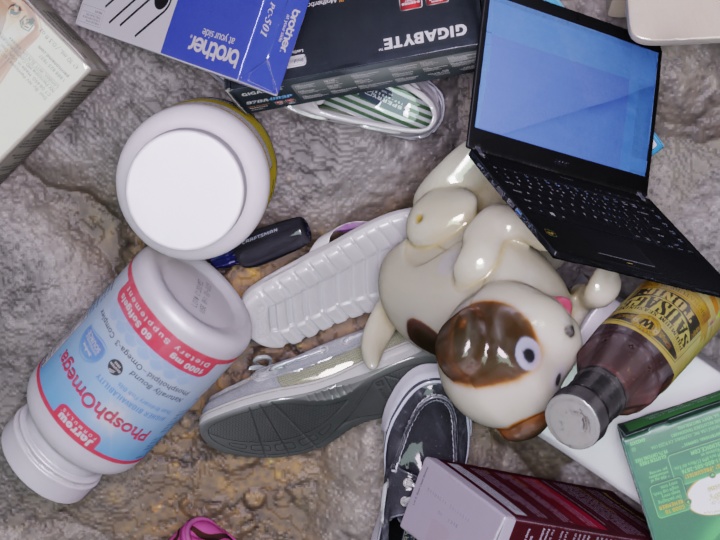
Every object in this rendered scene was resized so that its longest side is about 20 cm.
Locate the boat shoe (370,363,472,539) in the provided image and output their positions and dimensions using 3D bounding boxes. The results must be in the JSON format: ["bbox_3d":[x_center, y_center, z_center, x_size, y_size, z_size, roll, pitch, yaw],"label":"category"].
[{"bbox_3d":[0.046,0.171,1.373,0.071,0.068,0.202,8,113,-11],"label":"boat shoe"}]

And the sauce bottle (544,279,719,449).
[{"bbox_3d":[0.189,0.057,1.219,0.066,0.200,0.067,15,122,26],"label":"sauce bottle"}]

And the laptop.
[{"bbox_3d":[0.172,-0.088,1.234,0.176,0.200,0.104,12,118,-34],"label":"laptop"}]

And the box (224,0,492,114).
[{"bbox_3d":[-0.004,-0.211,1.309,0.198,0.046,0.160,-8,71,14],"label":"box"}]

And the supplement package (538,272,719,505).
[{"bbox_3d":[0.224,0.109,1.367,0.199,0.117,0.117,34,97,-5],"label":"supplement package"}]

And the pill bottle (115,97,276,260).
[{"bbox_3d":[-0.119,-0.067,1.301,0.110,0.200,0.112,0,97,0],"label":"pill bottle"}]

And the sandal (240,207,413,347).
[{"bbox_3d":[-0.002,-0.006,1.381,0.201,0.050,0.083,-19,124,1],"label":"sandal"}]

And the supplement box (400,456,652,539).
[{"bbox_3d":[0.141,0.199,1.339,0.199,0.109,0.061,14,101,-35],"label":"supplement box"}]

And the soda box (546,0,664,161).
[{"bbox_3d":[0.142,-0.156,1.356,0.064,0.068,0.201,-36,96,2],"label":"soda box"}]

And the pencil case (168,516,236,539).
[{"bbox_3d":[-0.168,0.287,1.401,0.091,0.094,0.200,43,95,-5],"label":"pencil case"}]

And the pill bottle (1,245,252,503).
[{"bbox_3d":[-0.181,0.082,1.355,0.109,0.109,0.200,42,111,-5],"label":"pill bottle"}]

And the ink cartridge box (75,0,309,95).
[{"bbox_3d":[-0.121,-0.197,1.297,0.044,0.199,0.095,16,96,-47],"label":"ink cartridge box"}]

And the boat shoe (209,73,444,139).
[{"bbox_3d":[-0.029,-0.152,1.357,0.198,0.067,0.074,14,97,-2],"label":"boat shoe"}]

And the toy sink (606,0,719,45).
[{"bbox_3d":[0.244,-0.247,1.303,0.129,0.112,0.202,-4,78,0],"label":"toy sink"}]

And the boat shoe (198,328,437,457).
[{"bbox_3d":[-0.031,0.087,1.395,0.200,0.065,0.075,-21,136,6],"label":"boat shoe"}]

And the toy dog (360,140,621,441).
[{"bbox_3d":[0.086,0.026,1.271,0.193,0.200,0.140,-29,122,3],"label":"toy dog"}]

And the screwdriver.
[{"bbox_3d":[-0.130,-0.003,1.387,0.198,0.028,0.029,-16,82,16],"label":"screwdriver"}]

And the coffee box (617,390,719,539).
[{"bbox_3d":[0.270,0.190,1.297,0.122,0.044,0.202,-19,99,4],"label":"coffee box"}]

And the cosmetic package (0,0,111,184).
[{"bbox_3d":[-0.291,-0.111,1.345,0.087,0.103,0.200,45,93,-4],"label":"cosmetic package"}]
